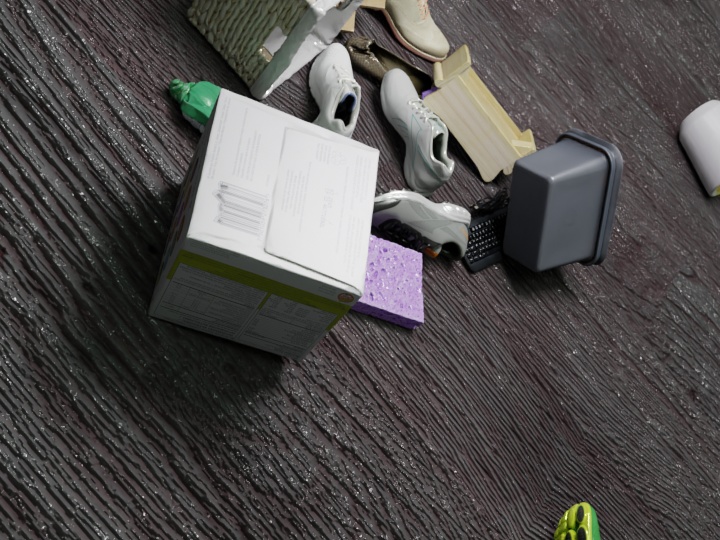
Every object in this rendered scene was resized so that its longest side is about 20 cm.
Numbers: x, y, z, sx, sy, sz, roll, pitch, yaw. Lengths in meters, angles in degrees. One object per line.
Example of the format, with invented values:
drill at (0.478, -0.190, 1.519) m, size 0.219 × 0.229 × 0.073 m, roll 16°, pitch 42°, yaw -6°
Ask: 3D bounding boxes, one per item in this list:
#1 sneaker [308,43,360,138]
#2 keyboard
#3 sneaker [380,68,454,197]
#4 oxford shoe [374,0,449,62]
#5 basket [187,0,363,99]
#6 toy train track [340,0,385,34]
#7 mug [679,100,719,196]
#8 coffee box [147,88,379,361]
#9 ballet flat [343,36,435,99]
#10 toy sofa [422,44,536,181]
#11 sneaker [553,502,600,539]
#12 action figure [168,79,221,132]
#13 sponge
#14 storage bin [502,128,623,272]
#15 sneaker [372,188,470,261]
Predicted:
sneaker at (-0.028, -0.250, 1.349) m, size 0.074 × 0.087 × 0.202 m, roll 15°, pitch 57°, yaw -27°
keyboard at (0.218, -0.074, 1.465) m, size 0.199 × 0.040 × 0.105 m, roll -23°, pitch 82°, yaw -42°
sneaker at (0.092, -0.218, 1.414) m, size 0.070 × 0.080 × 0.202 m, roll -13°, pitch 79°, yaw -38°
oxford shoe at (0.083, -0.421, 1.523) m, size 0.200 × 0.073 × 0.071 m, roll 40°, pitch 49°, yaw -24°
basket at (-0.099, -0.385, 1.296) m, size 0.161 × 0.198 × 0.200 m, roll 46°, pitch 49°, yaw -3°
toy train track at (-0.016, -0.463, 1.476) m, size 0.113 × 0.033 × 0.203 m, roll 7°, pitch 77°, yaw -8°
mug at (0.714, -0.246, 1.879) m, size 0.148 × 0.187 × 0.154 m, roll -29°, pitch 73°, yaw -9°
coffee box at (-0.112, -0.044, 1.086) m, size 0.198 × 0.198 × 0.202 m, roll 18°, pitch 57°, yaw -16°
ballet flat at (0.062, -0.311, 1.473) m, size 0.199 × 0.046 × 0.068 m, roll 28°, pitch 53°, yaw -22°
toy sofa at (0.186, -0.247, 1.494) m, size 0.200 × 0.097 × 0.083 m, roll 47°, pitch 23°, yaw -22°
sneaker at (0.313, 0.413, 1.253) m, size 0.083 × 0.074 × 0.203 m, roll -1°, pitch 76°, yaw -33°
action figure at (-0.169, -0.187, 1.234) m, size 0.199 × 0.055 × 0.119 m, roll 37°, pitch 51°, yaw -5°
sponge at (0.000, 0.000, 1.272) m, size 0.198 × 0.030 × 0.113 m, roll 19°, pitch 56°, yaw -27°
storage bin at (0.290, -0.101, 1.427) m, size 0.133 × 0.202 × 0.145 m, roll -17°, pitch 35°, yaw -32°
sneaker at (0.078, -0.063, 1.337) m, size 0.198 × 0.074 × 0.080 m, roll 11°, pitch 68°, yaw -30°
